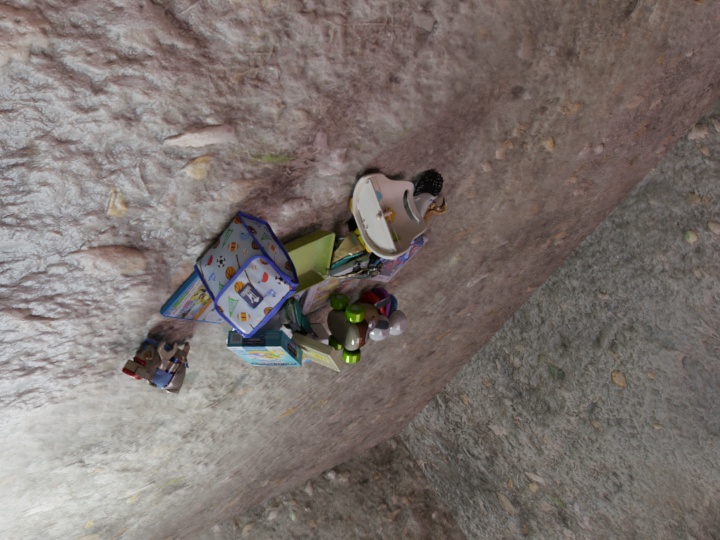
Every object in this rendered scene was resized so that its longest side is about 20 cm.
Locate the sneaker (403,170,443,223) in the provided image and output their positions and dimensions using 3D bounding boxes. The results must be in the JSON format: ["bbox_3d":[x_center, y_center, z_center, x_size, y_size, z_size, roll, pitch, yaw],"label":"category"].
[{"bbox_3d":[0.151,-0.180,1.469,0.201,0.071,0.072,-56,-169,-14],"label":"sneaker"}]

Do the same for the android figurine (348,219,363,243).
[{"bbox_3d":[0.045,-0.118,1.489,0.182,0.041,0.199,-45,154,14],"label":"android figurine"}]

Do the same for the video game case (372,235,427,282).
[{"bbox_3d":[0.100,-0.044,1.708,0.200,0.023,0.181,-48,154,19],"label":"video game case"}]

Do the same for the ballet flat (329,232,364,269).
[{"bbox_3d":[-0.044,-0.054,1.440,0.068,0.064,0.199,-22,178,-26],"label":"ballet flat"}]

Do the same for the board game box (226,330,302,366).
[{"bbox_3d":[-0.255,0.215,1.510,0.148,0.048,0.201,-1,156,10],"label":"board game box"}]

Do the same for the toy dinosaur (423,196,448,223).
[{"bbox_3d":[0.199,-0.172,1.606,0.104,0.061,0.201,-12,148,2],"label":"toy dinosaur"}]

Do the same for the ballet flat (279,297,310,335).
[{"bbox_3d":[-0.189,0.135,1.529,0.074,0.075,0.201,-33,152,-10],"label":"ballet flat"}]

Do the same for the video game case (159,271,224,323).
[{"bbox_3d":[-0.350,0.064,1.296,0.143,0.018,0.199,-44,155,13],"label":"video game case"}]

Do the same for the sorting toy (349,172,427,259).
[{"bbox_3d":[0.083,-0.141,1.363,0.178,0.203,0.106,-21,-179,-33],"label":"sorting toy"}]

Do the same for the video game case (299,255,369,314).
[{"bbox_3d":[-0.079,0.045,1.596,0.198,0.023,0.183,-24,158,-29],"label":"video game case"}]

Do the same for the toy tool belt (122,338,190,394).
[{"bbox_3d":[-0.466,0.203,1.290,0.200,0.123,0.124,70,43,-67],"label":"toy tool belt"}]

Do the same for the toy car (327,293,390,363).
[{"bbox_3d":[0.014,0.153,1.648,0.197,0.157,0.167,-13,119,-34],"label":"toy car"}]

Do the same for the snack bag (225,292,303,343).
[{"bbox_3d":[-0.257,0.118,1.507,0.187,0.022,0.201,-12,147,-43],"label":"snack bag"}]

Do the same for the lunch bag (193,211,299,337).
[{"bbox_3d":[-0.231,0.011,1.150,0.170,0.201,0.123,-44,154,17],"label":"lunch bag"}]

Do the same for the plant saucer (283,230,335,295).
[{"bbox_3d":[-0.166,-0.013,1.376,0.198,0.048,0.201,-25,153,-26],"label":"plant saucer"}]

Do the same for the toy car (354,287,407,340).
[{"bbox_3d":[0.050,0.133,1.817,0.198,0.173,0.153,-9,107,-45],"label":"toy car"}]

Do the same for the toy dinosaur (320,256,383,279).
[{"bbox_3d":[0.000,0.000,1.466,0.197,0.048,0.088,-4,161,-36],"label":"toy dinosaur"}]

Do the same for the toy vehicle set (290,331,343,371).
[{"bbox_3d":[-0.122,0.238,1.602,0.201,0.122,0.027,73,38,-66],"label":"toy vehicle set"}]

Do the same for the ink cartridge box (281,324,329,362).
[{"bbox_3d":[-0.195,0.227,1.716,0.115,0.068,0.199,-47,153,19],"label":"ink cartridge box"}]

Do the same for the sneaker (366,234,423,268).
[{"bbox_3d":[0.100,-0.049,1.578,0.199,0.079,0.076,-38,-160,8],"label":"sneaker"}]
